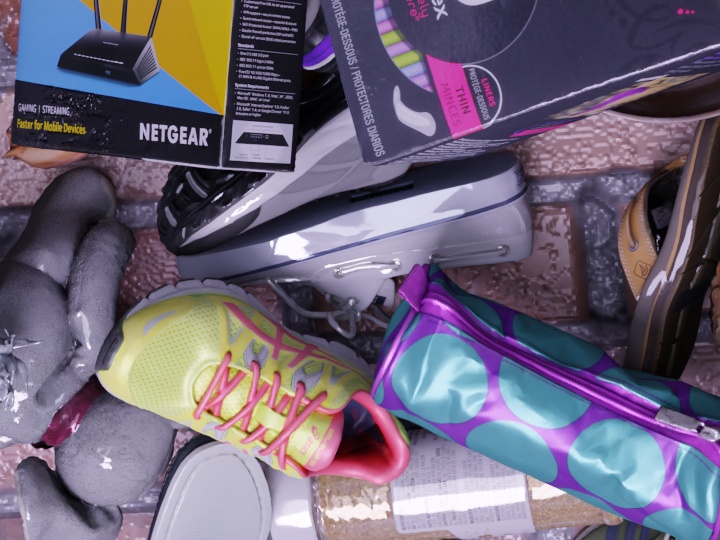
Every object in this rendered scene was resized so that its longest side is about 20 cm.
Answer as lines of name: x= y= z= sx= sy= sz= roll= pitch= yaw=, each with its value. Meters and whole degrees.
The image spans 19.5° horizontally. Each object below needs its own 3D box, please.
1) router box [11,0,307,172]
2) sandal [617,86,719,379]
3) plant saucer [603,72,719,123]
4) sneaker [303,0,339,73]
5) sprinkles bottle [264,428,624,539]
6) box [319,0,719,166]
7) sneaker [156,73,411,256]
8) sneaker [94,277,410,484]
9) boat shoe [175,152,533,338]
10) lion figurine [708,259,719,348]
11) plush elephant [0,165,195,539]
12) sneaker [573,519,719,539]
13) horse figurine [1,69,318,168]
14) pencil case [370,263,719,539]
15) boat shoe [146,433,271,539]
router box: x=-0.105 y=-0.130 z=1.066 sx=0.200 sy=0.051 sz=0.150 roll=8 pitch=95 yaw=50
sandal: x=0.168 y=-0.011 z=1.147 sx=0.054 sy=0.082 sz=0.200 roll=26 pitch=113 yaw=25
plant saucer: x=0.157 y=-0.176 z=1.101 sx=0.200 sy=0.034 sz=0.201 roll=0 pitch=87 yaw=-2
sneaker: x=-0.026 y=-0.190 z=1.120 sx=0.069 sy=0.099 sz=0.201 roll=-20 pitch=61 yaw=35
sprinkles bottle: x=0.048 y=0.121 z=1.187 sx=0.199 sy=0.068 sz=0.068 roll=-7 pitch=101 yaw=11
box: x=0.092 y=-0.135 z=1.008 sx=0.200 sy=0.106 sz=0.123 roll=-18 pitch=86 yaw=27
sneaker: x=-0.020 y=-0.063 z=1.134 sx=0.200 sy=0.074 sz=0.079 roll=-33 pitch=128 yaw=-5
sneaker: x=-0.047 y=0.065 z=1.097 sx=0.200 sy=0.090 sz=0.078 roll=16 pitch=110 yaw=-41
boat shoe: x=0.001 y=-0.002 z=1.173 sx=0.201 sy=0.075 sz=0.086 roll=-14 pitch=108 yaw=4
lion figurine: x=0.225 y=-0.031 z=1.088 sx=0.122 sy=0.073 sz=0.200 roll=-30 pitch=141 yaw=0
plush elephant: x=-0.161 y=0.064 z=1.170 sx=0.165 sy=0.200 sz=0.155 roll=-40 pitch=112 yaw=8
sneaker: x=0.169 y=0.164 z=1.166 sx=0.200 sy=0.090 sz=0.067 roll=-41 pitch=94 yaw=15
horse figurine: x=-0.109 y=-0.116 z=1.171 sx=0.199 sy=0.050 sz=0.133 roll=5 pitch=97 yaw=10
pencil case: x=0.106 y=0.069 z=1.098 sx=0.200 sy=0.085 sz=0.092 roll=23 pitch=149 yaw=6
boat shoe: x=-0.097 y=0.166 z=1.193 sx=0.075 sy=0.060 sz=0.200 roll=-7 pitch=126 yaw=-26
